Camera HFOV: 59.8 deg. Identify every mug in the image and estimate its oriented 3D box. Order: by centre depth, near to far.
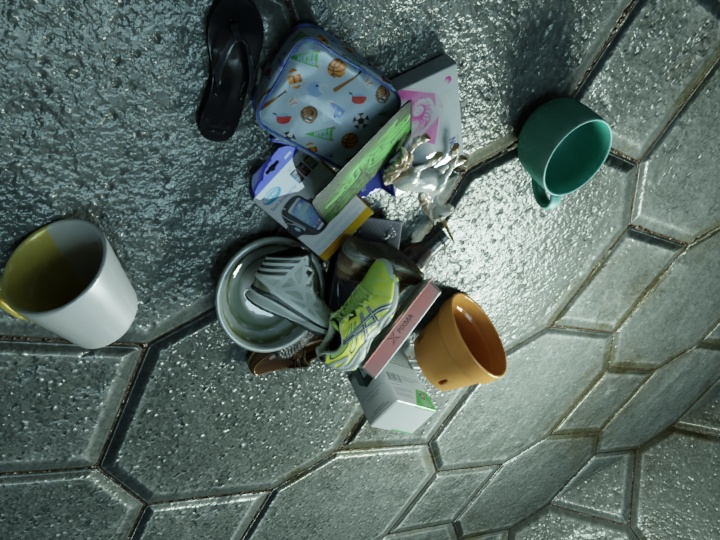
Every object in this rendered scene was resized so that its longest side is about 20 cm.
[{"bbox_3d":[-0.408,0.026,0.894,0.151,0.183,0.154,-57,155,-23],"label":"mug"},{"bbox_3d":[0.353,-0.222,1.149,0.150,0.115,0.186,20,117,-43],"label":"mug"}]

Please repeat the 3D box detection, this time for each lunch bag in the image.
[{"bbox_3d":[-0.052,-0.235,0.881,0.197,0.076,0.161,23,119,-31],"label":"lunch bag"}]

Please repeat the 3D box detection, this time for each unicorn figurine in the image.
[{"bbox_3d":[0.115,-0.149,1.045,0.196,0.075,0.138,19,130,-28],"label":"unicorn figurine"}]

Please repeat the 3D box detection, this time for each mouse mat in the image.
[{"bbox_3d":[0.007,-0.153,0.924,0.200,0.008,0.161,-47,171,-2],"label":"mouse mat"}]

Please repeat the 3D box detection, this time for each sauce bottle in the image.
[{"bbox_3d":[0.089,-0.007,1.216,0.199,0.066,0.066,-43,138,9],"label":"sauce bottle"}]

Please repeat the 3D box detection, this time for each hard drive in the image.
[{"bbox_3d":[0.000,0.000,1.138,0.132,0.042,0.205,2,106,-35],"label":"hard drive"}]

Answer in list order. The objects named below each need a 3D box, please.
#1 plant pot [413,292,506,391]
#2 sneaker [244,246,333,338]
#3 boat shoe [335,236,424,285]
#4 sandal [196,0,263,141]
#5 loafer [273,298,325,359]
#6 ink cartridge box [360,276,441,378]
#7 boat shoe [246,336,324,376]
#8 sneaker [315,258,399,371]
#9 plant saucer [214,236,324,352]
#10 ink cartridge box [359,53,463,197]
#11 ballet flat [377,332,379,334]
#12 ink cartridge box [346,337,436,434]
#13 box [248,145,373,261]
[{"bbox_3d":[0.211,0.172,1.385,0.139,0.204,0.198,-35,143,29],"label":"plant pot"},{"bbox_3d":[-0.083,0.033,1.044,0.198,0.075,0.117,26,94,-30],"label":"sneaker"},{"bbox_3d":[0.032,-0.002,1.093,0.197,0.076,0.073,16,116,-41],"label":"boat shoe"},{"bbox_3d":[-0.168,-0.260,0.825,0.074,0.043,0.203,-5,131,-29],"label":"sandal"},{"bbox_3d":[-0.097,0.083,1.178,0.198,0.071,0.074,-31,140,-30],"label":"loafer"},{"bbox_3d":[0.072,0.104,1.127,0.201,0.043,0.174,-52,-179,-5],"label":"ink cartridge box"},{"bbox_3d":[-0.126,0.155,1.225,0.196,0.068,0.073,-24,138,-12],"label":"boat shoe"},{"bbox_3d":[-0.003,0.074,1.009,0.075,0.075,0.204,15,105,-45],"label":"sneaker"},{"bbox_3d":[-0.158,0.037,1.078,0.195,0.050,0.206,-9,109,-26],"label":"plant saucer"},{"bbox_3d":[0.075,-0.220,1.024,0.197,0.044,0.199,-28,139,-10],"label":"ink cartridge box"},{"bbox_3d":[0.009,0.104,1.233,0.073,0.071,0.199,-58,165,26],"label":"ballet flat"},{"bbox_3d":[0.051,0.226,1.308,0.084,0.202,0.144,-45,138,19],"label":"ink cartridge box"},{"bbox_3d":[-0.084,-0.116,1.000,0.119,0.042,0.199,-43,125,10],"label":"box"}]
